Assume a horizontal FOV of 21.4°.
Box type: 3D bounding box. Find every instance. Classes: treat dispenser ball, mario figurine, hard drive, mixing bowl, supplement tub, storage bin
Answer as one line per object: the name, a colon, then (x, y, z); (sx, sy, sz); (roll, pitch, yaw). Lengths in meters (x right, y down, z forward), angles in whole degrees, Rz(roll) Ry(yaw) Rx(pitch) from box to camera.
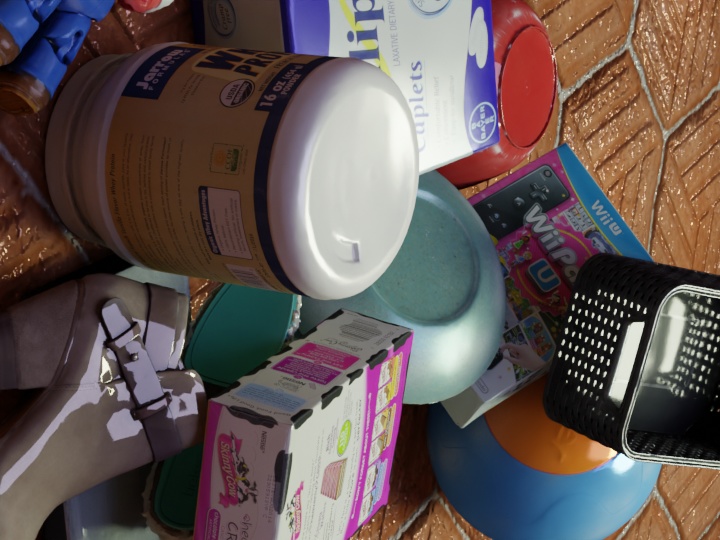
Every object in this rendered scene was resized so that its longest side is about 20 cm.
treat dispenser ball: (0.155, 0.134, 1.591); (0.200, 0.200, 0.202); (-20, 114, -55)
mario figurine: (-0.170, -0.189, 1.137); (0.200, 0.106, 0.124); (-52, 175, -23)
hard drive: (-0.158, 0.092, 1.238); (0.139, 0.033, 0.201); (-28, 120, -52)
mixing bowl: (0.088, -0.149, 1.504); (0.200, 0.108, 0.202); (-20, 113, -56)
supplement tub: (-0.080, -0.065, 1.166); (0.144, 0.199, 0.146); (-21, 115, -55)
storage bin: (0.251, 0.073, 1.462); (0.199, 0.094, 0.136); (10, 99, -38)

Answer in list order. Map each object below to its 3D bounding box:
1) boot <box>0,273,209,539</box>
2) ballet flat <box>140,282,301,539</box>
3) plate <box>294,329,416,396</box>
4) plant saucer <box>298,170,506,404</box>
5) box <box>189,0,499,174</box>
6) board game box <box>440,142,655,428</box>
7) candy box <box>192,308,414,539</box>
boot: (-0.163, 0.103, 1.139); (0.145, 0.070, 0.202); (-5, 102, -24)
ballet flat: (-0.096, 0.088, 1.261); (0.072, 0.071, 0.201); (46, 61, -52)
plate: (0.000, 0.000, 1.398); (0.199, 0.026, 0.202); (13, 64, -28)
plant saucer: (0.033, -0.005, 1.381); (0.200, 0.039, 0.202); (14, 62, -27)
box: (-0.008, -0.154, 1.316); (0.199, 0.105, 0.185); (-23, 117, -39)
board game box: (0.120, 0.009, 1.495); (0.199, 0.148, 0.064); (-30, 167, -26)
candy box: (-0.036, 0.120, 1.235); (0.200, 0.061, 0.137); (-34, 135, -63)
